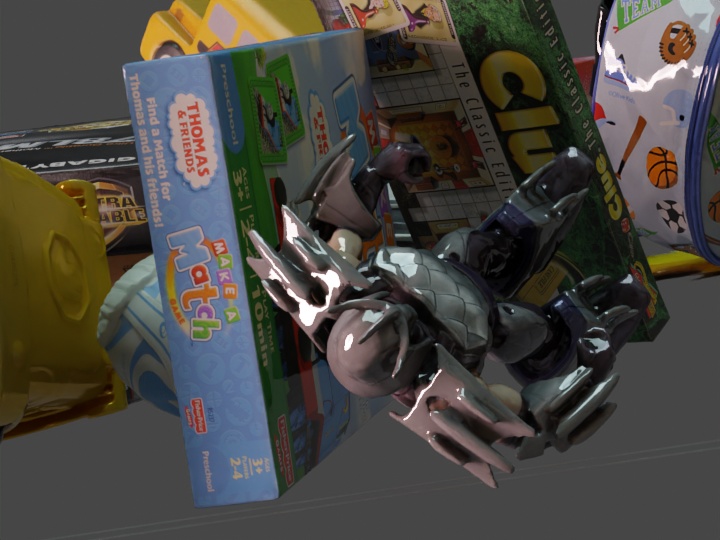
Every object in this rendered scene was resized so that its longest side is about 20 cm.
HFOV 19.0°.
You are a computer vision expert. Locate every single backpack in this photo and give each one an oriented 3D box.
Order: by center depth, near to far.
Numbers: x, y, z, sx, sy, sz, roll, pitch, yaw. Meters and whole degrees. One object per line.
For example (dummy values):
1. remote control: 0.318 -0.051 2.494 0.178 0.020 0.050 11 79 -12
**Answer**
1. backpack: 0.202 -0.087 1.080 0.190 0.201 0.154 -19 26 -36

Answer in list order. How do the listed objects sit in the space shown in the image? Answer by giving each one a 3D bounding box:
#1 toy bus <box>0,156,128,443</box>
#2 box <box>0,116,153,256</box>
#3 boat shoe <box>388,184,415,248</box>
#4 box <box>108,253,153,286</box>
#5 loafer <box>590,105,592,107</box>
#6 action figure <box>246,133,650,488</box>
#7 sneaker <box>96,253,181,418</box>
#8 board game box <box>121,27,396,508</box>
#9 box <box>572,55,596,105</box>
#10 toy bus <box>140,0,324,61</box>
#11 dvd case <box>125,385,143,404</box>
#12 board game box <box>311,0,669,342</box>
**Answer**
1. toy bus: -0.194 0.025 0.898 0.199 0.137 0.192 -15 -11 21
2. box: -0.183 -0.037 1.055 0.199 0.050 0.199 -6 9 1
3. boat shoe: 0.000 0.000 1.045 0.199 0.068 0.072 -5 -32 -42
4. box: -0.136 -0.020 1.144 0.199 0.021 0.164 -4 27 6
5. loafer: 0.105 -0.053 1.187 0.073 0.073 0.200 36 45 25
6. action figure: 0.038 0.008 0.737 0.069 0.130 0.200 -42 -11 23
7. sneaker: -0.054 0.035 0.903 0.072 0.073 0.200 -43 -10 6
8. board game box: -0.028 -0.011 0.806 0.036 0.152 0.200 -7 7 15
9. box: 0.120 -0.103 1.637 0.095 0.100 0.200 -4 8 40
10. toy bus: -0.036 -0.093 1.153 0.065 0.079 0.200 -3 36 -43
11. dvd case: -0.116 0.041 1.068 0.145 0.022 0.200 -5 9 36
12. board game box: 0.051 -0.056 0.901 0.104 0.201 0.023 -6 29 37
